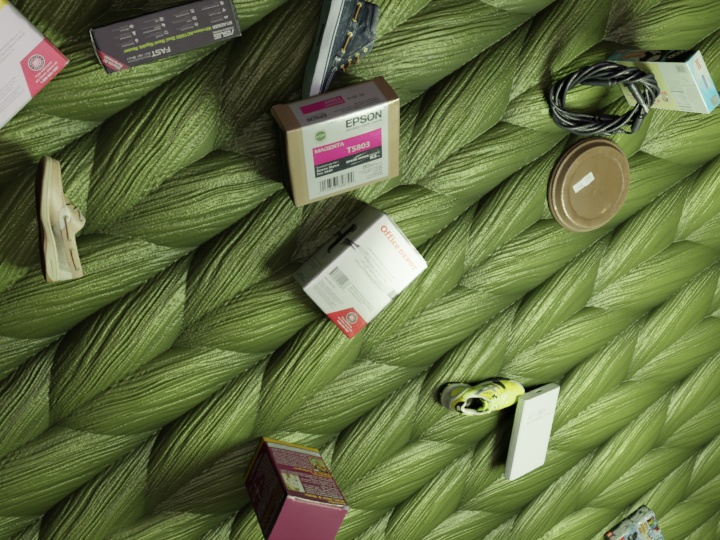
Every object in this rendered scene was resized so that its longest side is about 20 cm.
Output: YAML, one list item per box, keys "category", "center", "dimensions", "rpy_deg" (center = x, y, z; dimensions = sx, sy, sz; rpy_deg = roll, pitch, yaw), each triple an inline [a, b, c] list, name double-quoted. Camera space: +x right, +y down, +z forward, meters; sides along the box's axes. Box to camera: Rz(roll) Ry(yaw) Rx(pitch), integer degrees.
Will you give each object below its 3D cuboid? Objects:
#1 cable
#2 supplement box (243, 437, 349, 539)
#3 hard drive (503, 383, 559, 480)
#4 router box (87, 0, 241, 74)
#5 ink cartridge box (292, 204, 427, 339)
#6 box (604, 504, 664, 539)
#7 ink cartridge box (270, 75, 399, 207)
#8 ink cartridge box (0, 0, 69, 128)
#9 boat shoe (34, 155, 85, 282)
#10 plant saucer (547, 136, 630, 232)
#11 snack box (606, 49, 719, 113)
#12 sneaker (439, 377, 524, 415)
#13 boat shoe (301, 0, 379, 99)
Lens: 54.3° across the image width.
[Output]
- category: "cable"
  center: [0.456, -0.321, 1.323]
  dimensions: [0.199, 0.051, 0.163]
  rpy_deg: [12, 148, -6]
- category: "supplement box"
  center: [-0.125, 0.418, 1.320]
  dimensions: [0.131, 0.200, 0.103]
  rpy_deg: [21, 100, -25]
- category: "hard drive"
  center: [0.385, 0.361, 1.576]
  dimensions: [0.132, 0.026, 0.201]
  rpy_deg: [-10, 114, -40]
- category: "router box"
  center: [-0.285, -0.343, 1.012]
  dimensions: [0.200, 0.150, 0.062]
  rpy_deg: [-21, 115, -13]
- category: "ink cartridge box"
  center: [0.000, 0.000, 1.285]
  dimensions: [0.200, 0.084, 0.144]
  rpy_deg: [-42, 117, -2]
- category: "box"
  center: [0.738, 0.733, 1.865]
  dimensions: [0.137, 0.040, 0.200]
  rpy_deg: [-33, 117, -9]
- category: "ink cartridge box"
  center: [-0.037, -0.212, 1.168]
  dimensions: [0.199, 0.075, 0.165]
  rpy_deg: [-19, 141, -14]
- category: "ink cartridge box"
  center: [-0.528, -0.316, 0.962]
  dimensions: [0.145, 0.083, 0.200]
  rpy_deg: [-44, 118, -2]
- category: "boat shoe"
  center: [-0.462, -0.079, 1.085]
  dimensions: [0.065, 0.072, 0.201]
  rpy_deg: [-6, 113, -29]
- category: "plant saucer"
  center: [0.477, -0.172, 1.445]
  dimensions: [0.199, 0.029, 0.201]
  rpy_deg: [-7, 111, -18]
- category: "snack box"
  center: [0.563, -0.357, 1.314]
  dimensions: [0.037, 0.200, 0.116]
  rpy_deg: [-44, 119, -6]
- category: "sneaker"
  center: [0.268, 0.279, 1.495]
  dimensions: [0.199, 0.076, 0.076]
  rpy_deg: [-4, 108, -23]
- category: "boat shoe"
  center: [-0.032, -0.352, 1.153]
  dimensions: [0.091, 0.071, 0.201]
  rpy_deg: [12, 102, -21]
